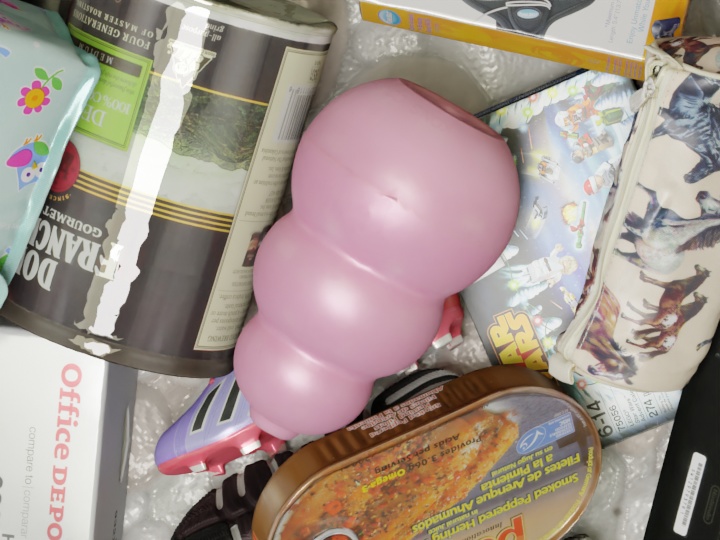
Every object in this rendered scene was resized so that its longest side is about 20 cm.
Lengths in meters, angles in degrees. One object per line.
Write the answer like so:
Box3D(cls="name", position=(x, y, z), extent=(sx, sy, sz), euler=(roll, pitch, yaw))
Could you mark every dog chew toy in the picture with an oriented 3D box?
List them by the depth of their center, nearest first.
Box3D(cls="dog chew toy", position=(0.000, 0.000, 1.529), extent=(0.124, 0.125, 0.201), euler=(30, 100, 2))

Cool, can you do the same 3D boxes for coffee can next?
Box3D(cls="coffee can", position=(-0.110, -0.060, 1.565), extent=(0.145, 0.146, 0.201), euler=(18, 100, 4))

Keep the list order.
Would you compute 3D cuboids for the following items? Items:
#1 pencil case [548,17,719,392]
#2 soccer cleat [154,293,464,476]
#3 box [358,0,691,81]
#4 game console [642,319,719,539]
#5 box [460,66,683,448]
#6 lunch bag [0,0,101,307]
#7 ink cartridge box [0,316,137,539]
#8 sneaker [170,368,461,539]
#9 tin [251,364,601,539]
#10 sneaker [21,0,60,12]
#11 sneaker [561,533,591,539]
Box3D(cls="pencil case", position=(0.162, -0.029, 1.511), extent=(0.089, 0.078, 0.201), euler=(8, 112, -20))
Box3D(cls="soccer cleat", position=(-0.035, 0.050, 1.618), extent=(0.199, 0.067, 0.077), euler=(-29, 78, 10))
Box3D(cls="box", position=(0.086, -0.181, 1.557), extent=(0.199, 0.041, 0.120), euler=(13, 78, 7))
Box3D(cls="game console", position=(0.264, 0.135, 1.586), extent=(0.175, 0.116, 0.201), euler=(23, 113, 29))
Box3D(cls="box", position=(0.124, -0.004, 1.596), extent=(0.136, 0.040, 0.201), euler=(-23, 95, 11))
Box3D(cls="lunch bag", position=(-0.253, -0.056, 1.485), extent=(0.170, 0.122, 0.201), euler=(18, 104, -28))
Box3D(cls="ink cartridge box", position=(-0.236, 0.090, 1.633), extent=(0.199, 0.084, 0.146), euler=(7, 99, 6))
Box3D(cls="sneaker", position=(-0.002, 0.150, 1.608), extent=(0.199, 0.076, 0.116), euler=(-29, 118, 10))
Box3D(cls="tin", position=(0.035, 0.124, 1.549), extent=(0.199, 0.042, 0.113), euler=(-23, 118, -12))
Box3D(cls="sneaker", position=(-0.220, -0.121, 1.592), extent=(0.087, 0.074, 0.201), euler=(35, 105, 34))
Box3D(cls="sneaker", position=(0.098, 0.205, 1.549), extent=(0.077, 0.200, 0.085), euler=(-30, 87, 31))
